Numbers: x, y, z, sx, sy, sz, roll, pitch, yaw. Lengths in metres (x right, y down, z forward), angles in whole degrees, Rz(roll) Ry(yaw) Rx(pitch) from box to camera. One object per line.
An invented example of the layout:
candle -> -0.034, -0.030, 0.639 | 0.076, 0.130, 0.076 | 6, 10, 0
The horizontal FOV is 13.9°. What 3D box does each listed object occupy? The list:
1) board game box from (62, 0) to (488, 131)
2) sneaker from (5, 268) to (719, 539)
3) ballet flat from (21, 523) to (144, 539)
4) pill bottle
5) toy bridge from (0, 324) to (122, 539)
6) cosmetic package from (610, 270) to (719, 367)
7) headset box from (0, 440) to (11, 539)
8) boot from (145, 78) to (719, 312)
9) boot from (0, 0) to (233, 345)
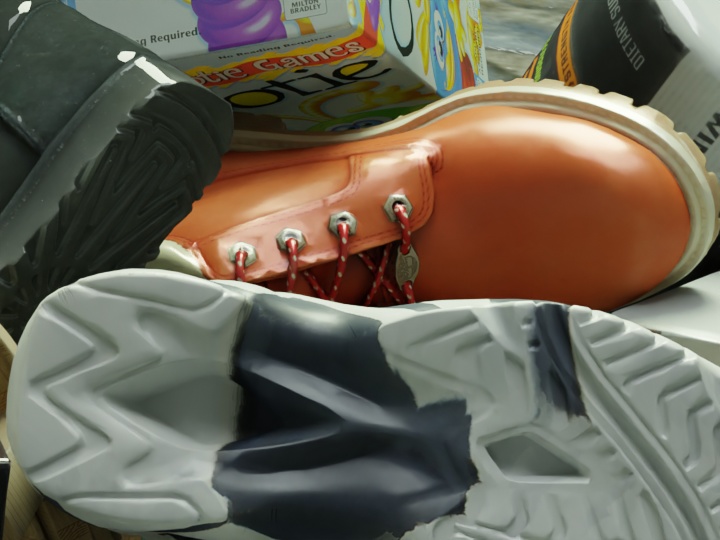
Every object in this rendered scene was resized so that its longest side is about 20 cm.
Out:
board game box -> -0.032, -0.097, 0.940 | 0.105, 0.103, 0.200 | -9, -10, 13
sneaker -> 0.017, 0.050, 0.724 | 0.198, 0.080, 0.130 | 5, -6, 2
ballet flat -> -0.143, 0.042, 0.849 | 0.199, 0.073, 0.068 | 17, 7, 24
pill bottle -> 0.092, -0.028, 0.960 | 0.106, 0.200, 0.106 | 15, 49, -18
toy bridge -> -0.088, 0.051, 0.718 | 0.027, 0.200, 0.067 | -27, 14, 15
cosmetic package -> 0.150, 0.052, 0.884 | 0.081, 0.113, 0.200 | 12, 19, 32
headset box -> -0.180, 0.088, 0.592 | 0.199, 0.149, 0.075 | 1, 21, -19
boot -> 0.000, 0.000, 0.840 | 0.199, 0.075, 0.107 | -5, 22, 23
boot -> -0.154, -0.031, 0.825 | 0.200, 0.165, 0.066 | 34, -14, 32
